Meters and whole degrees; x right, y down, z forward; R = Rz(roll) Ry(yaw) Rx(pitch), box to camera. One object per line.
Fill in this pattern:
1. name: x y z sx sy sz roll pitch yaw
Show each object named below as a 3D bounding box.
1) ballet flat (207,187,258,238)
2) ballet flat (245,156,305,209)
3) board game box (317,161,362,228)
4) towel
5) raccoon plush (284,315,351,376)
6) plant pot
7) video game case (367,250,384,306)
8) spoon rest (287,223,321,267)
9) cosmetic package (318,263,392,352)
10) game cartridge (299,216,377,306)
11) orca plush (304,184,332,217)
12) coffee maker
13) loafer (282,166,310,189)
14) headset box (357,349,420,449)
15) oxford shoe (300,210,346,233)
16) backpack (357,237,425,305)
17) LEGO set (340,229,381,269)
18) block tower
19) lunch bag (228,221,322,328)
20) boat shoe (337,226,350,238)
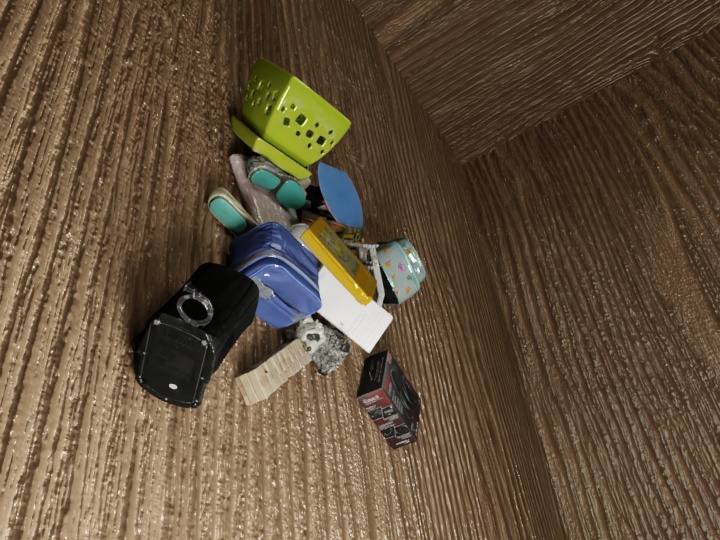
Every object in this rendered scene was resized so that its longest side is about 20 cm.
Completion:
1. ballet flat: -0.233 -0.090 1.259 0.202 0.066 0.063 54 15 -27
2. ballet flat: -0.191 -0.206 1.391 0.199 0.071 0.074 30 40 -58
3. board game box: -0.062 -0.180 1.562 0.198 0.038 0.162 9 63 -61
4. towel: -0.213 -0.164 1.422 0.190 0.032 0.205 -6 73 -67
5. raccoon plush: -0.102 0.144 1.345 0.134 0.097 0.200 44 -4 -14
6. plant pot: -0.173 -0.339 1.415 0.198 0.184 0.199 29 9 -42
7. video game case: 0.031 0.054 1.622 0.202 0.017 0.147 101 -19 -56
8. spoon rest: -0.119 -0.029 1.429 0.061 0.099 0.201 42 -7 45
9. cosmetic package: -0.033 0.081 1.387 0.198 0.103 0.074 37 -5 -8
10. game cartridge: -0.041 -0.022 1.331 0.200 0.032 0.177 46 13 -6
11. orca plush: -0.094 -0.185 1.606 0.198 0.071 0.106 32 23 -27
12. coffee maker: -0.229 0.075 0.932 0.134 0.192 0.201 42 25 -10
13. loafer: -0.159 -0.252 1.540 0.203 0.068 0.076 -106 176 -48
14. headset box: 0.070 0.311 1.528 0.203 0.076 0.150 58 23 -21
15. oxford shoe: -0.097 -0.102 1.524 0.199 0.070 0.073 0 108 -64
16. backpack: 0.094 0.001 1.713 0.179 0.150 0.200 63 -5 -6
17. LEGO set: 0.000 0.000 1.526 0.154 0.112 0.207 -2 97 -79
18. block tower: -0.161 0.185 1.155 0.059 0.053 0.199 65 21 -1
19. lunch bag: -0.163 0.024 1.205 0.200 0.133 0.135 43 29 -43
20. boat shoe: -0.069 -0.076 1.625 0.201 0.069 0.064 -76 177 -63
